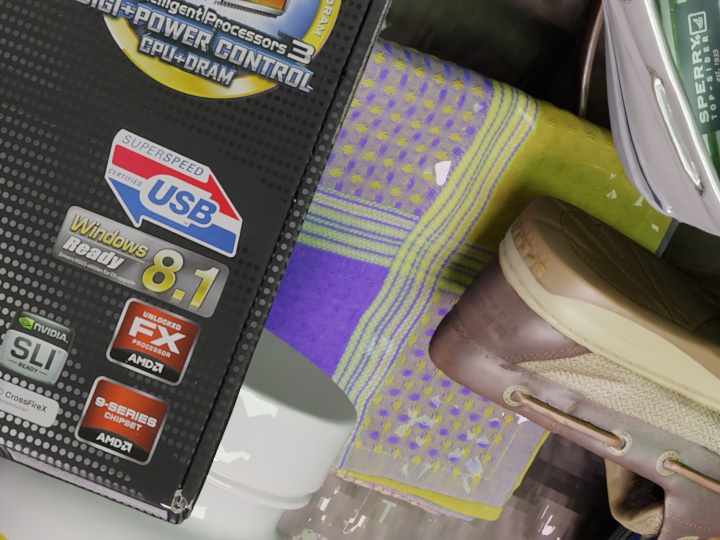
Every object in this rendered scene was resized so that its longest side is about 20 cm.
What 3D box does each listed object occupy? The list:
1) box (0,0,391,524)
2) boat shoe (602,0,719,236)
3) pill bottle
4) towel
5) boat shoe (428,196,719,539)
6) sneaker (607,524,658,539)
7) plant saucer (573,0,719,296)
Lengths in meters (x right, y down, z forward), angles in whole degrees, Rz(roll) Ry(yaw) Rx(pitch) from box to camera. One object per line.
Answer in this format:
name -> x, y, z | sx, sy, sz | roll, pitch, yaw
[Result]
box -> -0.105, -0.049, 0.663 | 0.199, 0.044, 0.161 | 22, 81, -1
boat shoe -> 0.094, -0.101, 0.727 | 0.073, 0.067, 0.201 | -23, 116, -12
pill bottle -> -0.086, 0.104, 0.777 | 0.111, 0.111, 0.201 | 23, 102, -38
towel -> 0.000, 0.000, 0.838 | 0.199, 0.023, 0.144 | 21, 110, -35
boat shoe -> 0.105, 0.052, 0.869 | 0.200, 0.072, 0.072 | 30, 112, -33
sneaker -> 0.138, 0.079, 0.961 | 0.200, 0.085, 0.077 | -34, 98, -31
plant saucer -> 0.145, -0.073, 0.925 | 0.199, 0.034, 0.201 | -13, 115, -30
